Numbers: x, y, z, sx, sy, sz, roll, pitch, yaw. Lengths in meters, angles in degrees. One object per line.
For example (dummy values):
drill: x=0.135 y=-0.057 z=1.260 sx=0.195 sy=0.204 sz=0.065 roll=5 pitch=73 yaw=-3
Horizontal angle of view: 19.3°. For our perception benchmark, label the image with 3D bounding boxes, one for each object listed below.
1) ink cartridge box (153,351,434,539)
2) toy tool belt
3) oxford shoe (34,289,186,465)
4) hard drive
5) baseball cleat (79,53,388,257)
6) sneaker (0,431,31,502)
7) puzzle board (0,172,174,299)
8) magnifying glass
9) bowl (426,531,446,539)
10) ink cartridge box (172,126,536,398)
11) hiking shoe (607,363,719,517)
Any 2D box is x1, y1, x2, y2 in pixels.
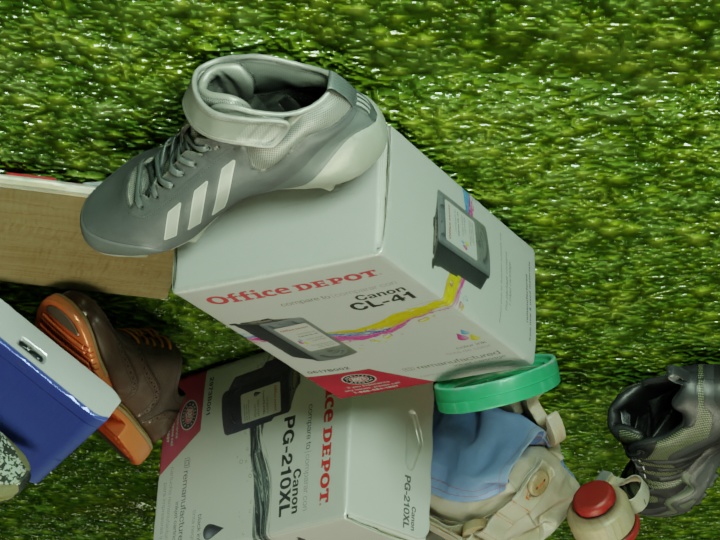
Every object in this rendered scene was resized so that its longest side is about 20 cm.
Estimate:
ink cartridge box: x=-0.049 y=0.135 z=1.507 sx=0.199 sy=0.146 sz=0.084 roll=-19 pitch=148 yaw=40
toy tool belt: x=0.097 y=0.132 z=1.510 sx=0.199 sy=0.125 sz=0.123 roll=10 pitch=138 yaw=43
oxford shoe: x=-0.167 y=0.058 z=1.453 sx=0.071 sy=0.073 sz=0.200 roll=39 pitch=163 yaw=23
hard drive: x=-0.245 y=0.079 z=1.452 sx=0.132 sy=0.025 sz=0.200 roll=39 pitch=153 yaw=-6
baseball cleat: x=-0.087 y=-0.070 z=1.156 sx=0.199 sy=0.070 sz=0.106 roll=-20 pitch=143 yaw=23
sneaker: x=-0.304 y=0.085 z=1.436 sx=0.200 sy=0.077 sz=0.089 roll=36 pitch=136 yaw=-7
puzzle board: x=-0.209 y=-0.027 z=1.312 sx=0.199 sy=0.017 sz=0.151 roll=7 pitch=157 yaw=-10
magnifying glass: x=0.082 y=0.066 z=1.381 sx=0.079 sy=0.023 sz=0.200 roll=-15 pitch=-177 yaw=-2
bowl: x=0.000 y=0.204 z=1.617 sx=0.199 sy=0.075 sz=0.199 roll=-16 pitch=-146 yaw=-39
ink cartridge box: x=0.000 y=0.000 z=1.269 sx=0.147 sy=0.086 sz=0.200 roll=-11 pitch=155 yaw=28
hiking shoe: x=0.220 y=0.116 z=1.552 sx=0.100 sy=0.076 sz=0.200 roll=17 pitch=145 yaw=-12
